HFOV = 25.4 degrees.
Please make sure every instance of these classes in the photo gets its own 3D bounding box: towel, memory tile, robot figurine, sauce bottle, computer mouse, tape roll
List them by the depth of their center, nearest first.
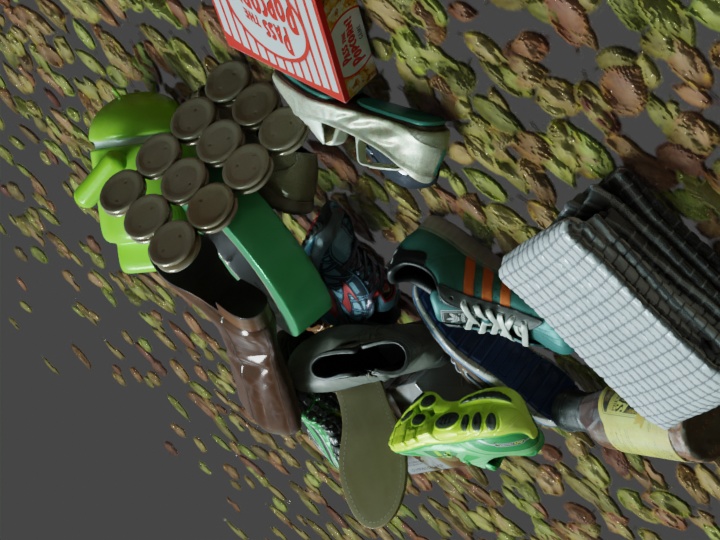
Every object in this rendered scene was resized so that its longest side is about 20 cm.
[{"bbox_3d":[0.221,0.024,1.268,0.200,0.086,0.166,43,160,0],"label":"towel"},{"bbox_3d":[0.244,0.133,1.435,0.066,0.066,0.200,53,155,-20],"label":"sauce bottle"},{"bbox_3d":[-0.008,-0.129,1.465,0.200,0.034,0.059,32,156,30],"label":"computer mouse"},{"bbox_3d":[-0.149,-0.101,1.521,0.153,0.200,0.017,40,174,40],"label":"memory tile"},{"bbox_3d":[-0.109,-0.026,1.595,0.201,0.048,0.201,49,170,12],"label":"tape roll"},{"bbox_3d":[-0.230,-0.101,1.730,0.115,0.175,0.201,-4,97,27],"label":"robot figurine"}]

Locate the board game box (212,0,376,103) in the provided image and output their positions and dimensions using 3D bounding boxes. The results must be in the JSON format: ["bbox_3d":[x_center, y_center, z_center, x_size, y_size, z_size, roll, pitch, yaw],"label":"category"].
[{"bbox_3d":[-0.073,-0.251,1.345,0.151,0.046,0.201,29,153,34],"label":"board game box"}]

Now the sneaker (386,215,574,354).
[{"bbox_3d":[0.112,0.030,1.466,0.199,0.080,0.072,33,155,27],"label":"sneaker"}]

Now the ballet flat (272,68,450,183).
[{"bbox_3d":[-0.008,-0.129,1.405,0.199,0.067,0.063,27,117,36],"label":"ballet flat"}]

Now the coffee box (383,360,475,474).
[{"bbox_3d":[0.082,0.149,1.728,0.115,0.080,0.200,50,158,-6],"label":"coffee box"}]

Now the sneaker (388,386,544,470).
[{"bbox_3d":[0.099,0.164,1.559,0.084,0.074,0.200,46,152,-21],"label":"sneaker"}]

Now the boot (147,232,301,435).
[{"bbox_3d":[-0.138,0.068,1.664,0.186,0.064,0.201,40,157,37],"label":"boot"}]

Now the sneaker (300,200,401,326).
[{"bbox_3d":[0.000,0.000,1.647,0.095,0.080,0.200,20,157,21],"label":"sneaker"}]

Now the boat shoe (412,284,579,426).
[{"bbox_3d":[0.120,0.083,1.555,0.200,0.072,0.072,45,157,-1],"label":"boat shoe"}]

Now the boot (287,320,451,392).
[{"bbox_3d":[-0.016,0.086,1.595,0.199,0.130,0.068,-13,87,31],"label":"boot"}]

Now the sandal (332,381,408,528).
[{"bbox_3d":[0.015,0.168,1.687,0.070,0.077,0.213,28,-136,-63],"label":"sandal"}]

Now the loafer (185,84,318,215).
[{"bbox_3d":[-0.100,-0.131,1.578,0.076,0.068,0.200,3,-146,-50],"label":"loafer"}]

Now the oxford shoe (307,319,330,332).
[{"bbox_3d":[-0.058,0.037,1.773,0.071,0.071,0.200,40,180,-2],"label":"oxford shoe"}]

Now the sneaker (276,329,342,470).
[{"bbox_3d":[-0.043,0.153,1.762,0.201,0.078,0.085,61,157,-12],"label":"sneaker"}]
